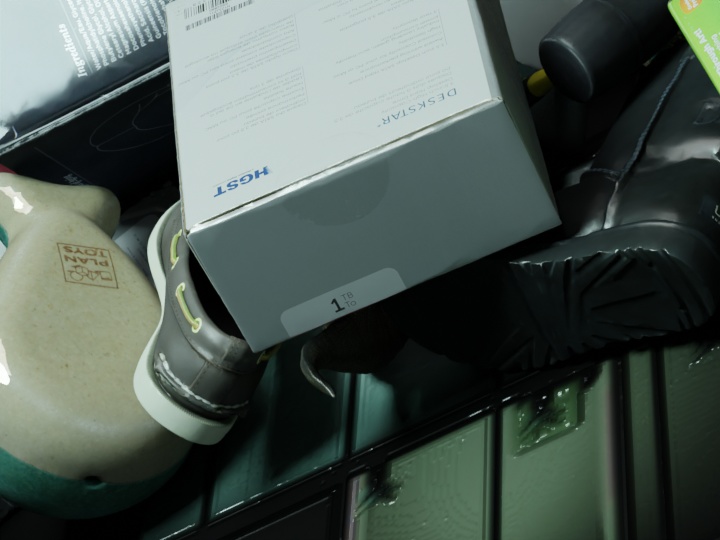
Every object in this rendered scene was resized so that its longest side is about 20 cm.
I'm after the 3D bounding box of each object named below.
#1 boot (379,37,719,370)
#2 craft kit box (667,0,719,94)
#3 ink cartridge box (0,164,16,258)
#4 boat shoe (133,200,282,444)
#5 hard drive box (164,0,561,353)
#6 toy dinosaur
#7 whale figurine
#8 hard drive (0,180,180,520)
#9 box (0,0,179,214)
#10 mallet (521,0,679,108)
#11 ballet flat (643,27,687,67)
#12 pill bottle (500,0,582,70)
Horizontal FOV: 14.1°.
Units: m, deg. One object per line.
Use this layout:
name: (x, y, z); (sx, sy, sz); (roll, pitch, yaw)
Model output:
boot: (0.118, -0.039, 1.354); (0.197, 0.074, 0.163); (-10, 37, 40)
craft kit box: (0.246, -0.103, 1.207); (0.197, 0.048, 0.201); (-39, 47, 17)
ink cartridge box: (-0.234, -0.024, 1.676); (0.145, 0.085, 0.200); (-33, 17, 12)
boat shoe: (-0.065, 0.006, 1.438); (0.061, 0.071, 0.202); (-53, 17, 28)
hard drive box: (-0.004, -0.075, 1.358); (0.155, 0.077, 0.200); (-22, 34, 10)
toy dinosaur: (0.000, 0.000, 1.420); (0.077, 0.103, 0.200); (-25, 37, 5)
whale figurine: (-0.152, 0.040, 1.474); (0.201, 0.158, 0.104); (-107, 33, -42)
hard drive: (-0.154, 0.043, 1.579); (0.200, 0.038, 0.140); (-39, 28, -2)
box: (-0.107, -0.134, 1.577); (0.196, 0.124, 0.200); (-28, -14, 6)
mallet: (0.099, -0.100, 1.441); (0.066, 0.041, 0.200); (-38, 2, -15)
ballet flat: (0.213, -0.169, 1.427); (0.200, 0.068, 0.075); (-43, -2, -18)
pill bottle: (0.110, -0.198, 1.553); (0.113, 0.114, 0.201); (-25, 31, 22)
